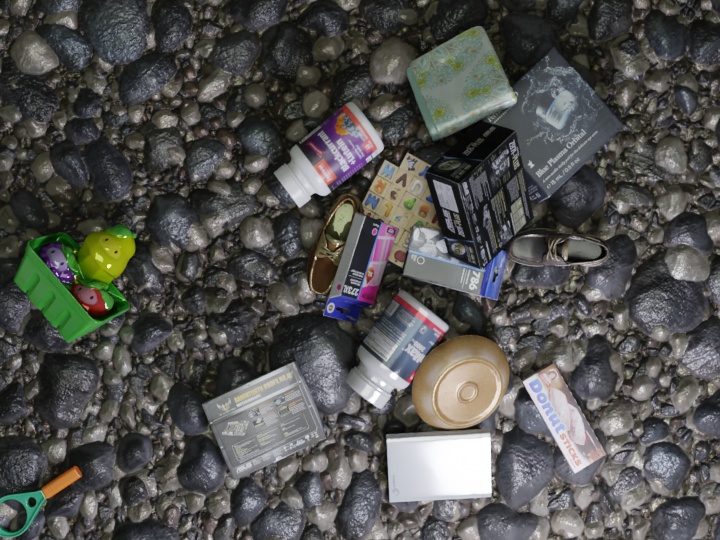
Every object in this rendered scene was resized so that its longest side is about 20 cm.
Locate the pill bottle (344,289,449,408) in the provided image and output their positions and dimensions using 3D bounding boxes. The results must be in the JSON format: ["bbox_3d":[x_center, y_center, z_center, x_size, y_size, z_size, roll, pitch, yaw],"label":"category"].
[{"bbox_3d":[0.064,0.151,1.648,0.119,0.120,0.201,36,90,1],"label":"pill bottle"}]

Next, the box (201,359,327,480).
[{"bbox_3d":[-0.182,0.285,1.683,0.197,0.048,0.161,-25,88,0],"label":"box"}]

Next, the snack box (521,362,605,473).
[{"bbox_3d":[0.389,0.281,1.689,0.071,0.024,0.202,-30,89,1],"label":"snack box"}]

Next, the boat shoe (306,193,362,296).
[{"bbox_3d":[-0.054,-0.052,1.673,0.074,0.074,0.203,18,93,1],"label":"boat shoe"}]

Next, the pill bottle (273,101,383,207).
[{"bbox_3d":[-0.063,-0.213,1.660,0.199,0.111,0.112,-39,89,0],"label":"pill bottle"}]

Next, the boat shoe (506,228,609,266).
[{"bbox_3d":[0.377,-0.045,1.671,0.196,0.073,0.076,-1,89,1],"label":"boat shoe"}]

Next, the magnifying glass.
[{"bbox_3d":[-0.626,0.441,1.699,0.198,0.022,0.080,-33,89,-1],"label":"magnifying glass"}]

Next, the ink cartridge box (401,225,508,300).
[{"bbox_3d":[0.183,-0.014,1.687,0.196,0.039,0.101,14,89,-2],"label":"ink cartridge box"}]

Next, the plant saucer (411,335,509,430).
[{"bbox_3d":[0.194,0.219,1.641,0.196,0.035,0.204,-6,113,-14],"label":"plant saucer"}]

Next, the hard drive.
[{"bbox_3d":[0.149,0.371,1.674,0.196,0.027,0.134,-3,104,1],"label":"hard drive"}]

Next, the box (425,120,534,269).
[{"bbox_3d":[0.218,-0.135,1.591,0.164,0.086,0.202,-42,133,-23],"label":"box"}]

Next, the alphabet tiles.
[{"bbox_3d":[0.087,-0.116,1.709,0.165,0.006,0.202,29,90,1],"label":"alphabet tiles"}]

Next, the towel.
[{"bbox_3d":[0.182,-0.348,1.632,0.169,0.048,0.202,-25,54,14],"label":"towel"}]

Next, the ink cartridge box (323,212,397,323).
[{"bbox_3d":[0.000,0.000,1.663,0.037,0.094,0.203,22,94,45],"label":"ink cartridge box"}]

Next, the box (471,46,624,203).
[{"bbox_3d":[0.348,-0.269,1.655,0.196,0.117,0.200,-42,88,0],"label":"box"}]

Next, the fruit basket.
[{"bbox_3d":[-0.513,0.001,1.653,0.211,0.155,0.220,3,101,13],"label":"fruit basket"}]
